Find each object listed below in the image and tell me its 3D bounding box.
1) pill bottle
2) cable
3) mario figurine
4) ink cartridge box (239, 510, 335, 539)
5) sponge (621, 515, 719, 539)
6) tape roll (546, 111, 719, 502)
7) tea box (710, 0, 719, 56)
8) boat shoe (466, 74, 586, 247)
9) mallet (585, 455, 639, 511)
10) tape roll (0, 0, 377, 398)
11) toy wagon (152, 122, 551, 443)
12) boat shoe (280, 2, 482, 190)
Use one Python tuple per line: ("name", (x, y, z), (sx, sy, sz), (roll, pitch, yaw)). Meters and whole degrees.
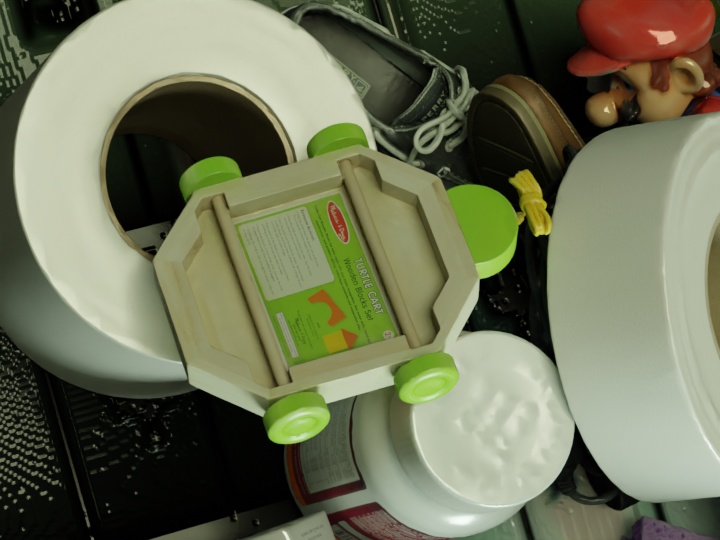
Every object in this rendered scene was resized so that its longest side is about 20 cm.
("pill bottle", (0.037, 0.091, 1.605), (0.109, 0.200, 0.110), (3, 80, -18))
("cable", (0.143, 0.017, 1.639), (0.163, 0.051, 0.201), (-41, 128, -42))
("mario figurine", (0.179, -0.073, 1.727), (0.200, 0.123, 0.106), (53, 55, -19))
("ink cartridge box", (-0.044, 0.243, 1.595), (0.116, 0.068, 0.201), (-21, 87, 19))
("sponge", (0.243, 0.220, 1.723), (0.199, 0.030, 0.112), (18, 51, -15))
("tape roll", (0.175, 0.019, 1.580), (0.202, 0.071, 0.203), (19, 67, -54))
("tea box", (0.225, -0.250, 1.729), (0.197, 0.200, 0.134), (43, 70, -7))
("boat shoe", (0.121, -0.043, 1.697), (0.068, 0.072, 0.200), (-43, 133, -19))
("mallet", (0.204, 0.110, 1.664), (0.066, 0.200, 0.041), (-35, 108, -26))
("tape roll", (-0.104, -0.038, 1.612), (0.202, 0.139, 0.204), (3, 80, -19))
("toy wagon", (0.000, 0.000, 1.509), (0.199, 0.040, 0.156), (-16, 61, -10))
("boat shoe", (0.037, -0.090, 1.706), (0.199, 0.068, 0.074), (38, 72, -11))
